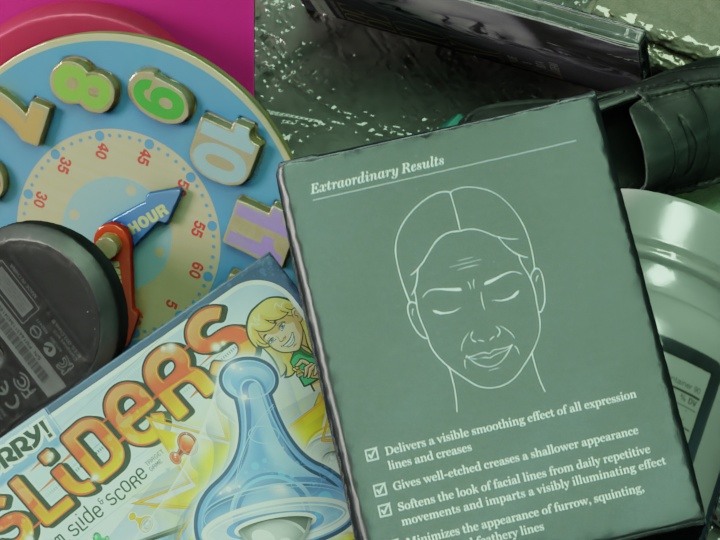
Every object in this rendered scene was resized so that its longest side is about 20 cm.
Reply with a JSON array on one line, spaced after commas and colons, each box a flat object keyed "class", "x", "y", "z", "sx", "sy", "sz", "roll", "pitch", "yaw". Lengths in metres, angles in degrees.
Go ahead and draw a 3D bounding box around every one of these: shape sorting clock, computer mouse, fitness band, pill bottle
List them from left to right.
[{"class": "computer mouse", "x": -0.180, "y": 0.035, "z": 1.404, "sx": 0.139, "sy": 0.200, "sz": 0.053, "roll": 56, "pitch": 36, "yaw": -1}, {"class": "fitness band", "x": -0.146, "y": -0.037, "z": 1.452, "sx": 0.143, "sy": 0.201, "sz": 0.037, "roll": 13, "pitch": 19, "yaw": -1}, {"class": "shape sorting clock", "x": -0.119, "y": -0.017, "z": 1.408, "sx": 0.199, "sy": 0.201, "sz": 0.039, "roll": 14, "pitch": 19, "yaw": 8}, {"class": "pill bottle", "x": 0.124, "y": 0.070, "z": 1.392, "sx": 0.119, "sy": 0.120, "sz": 0.201, "roll": 18, "pitch": 75, "yaw": 10}]

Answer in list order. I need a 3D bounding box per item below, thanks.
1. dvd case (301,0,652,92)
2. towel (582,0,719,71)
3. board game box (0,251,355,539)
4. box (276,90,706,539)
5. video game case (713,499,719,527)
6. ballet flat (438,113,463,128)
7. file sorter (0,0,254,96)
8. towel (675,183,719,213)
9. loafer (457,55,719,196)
[{"class": "dvd case", "x": 0.055, "y": -0.132, "z": 1.511, "sx": 0.199, "sy": 0.149, "sz": 0.016, "roll": 17, "pitch": 86, "yaw": 9}, {"class": "towel", "x": 0.229, "y": -0.137, "z": 1.558, "sx": 0.199, "sy": 0.035, "sz": 0.133, "roll": 22, "pitch": 50, "yaw": 11}, {"class": "board game box", "x": -0.083, "y": 0.102, "z": 1.330, "sx": 0.200, "sy": 0.034, "sz": 0.136, "roll": -36, "pitch": 82, "yaw": -17}, {"class": "box", "x": 0.055, "y": 0.043, "z": 1.283, "sx": 0.148, "sy": 0.107, "sz": 0.201, "roll": -12, "pitch": 76, "yaw": -2}, {"class": "video game case", "x": 0.240, "y": 0.056, "z": 1.476, "sx": 0.182, "sy": 0.023, "sz": 0.200, "roll": 39, "pitch": 68, "yaw": 19}, {"class": "ballet flat", "x": 0.000, "y": 0.000, "z": 1.490, "sx": 0.200, "sy": 0.071, "sz": 0.071, "roll": -39, "pitch": 68, "yaw": -19}, {"class": "file sorter", "x": -0.153, "y": -0.131, "z": 1.502, "sx": 0.199, "sy": 0.140, "sz": 0.126, "roll": 1, "pitch": 23, "yaw": 0}, {"class": "towel", "x": 0.241, "y": -0.004, "z": 1.479, "sx": 0.199, "sy": 0.031, "sz": 0.150, "roll": 22, "pitch": 62, "yaw": 12}, {"class": "loafer", "x": 0.146, "y": -0.063, "z": 1.457, "sx": 0.199, "sy": 0.068, "sz": 0.070, "roll": -9, "pitch": 23, "yaw": -1}]
